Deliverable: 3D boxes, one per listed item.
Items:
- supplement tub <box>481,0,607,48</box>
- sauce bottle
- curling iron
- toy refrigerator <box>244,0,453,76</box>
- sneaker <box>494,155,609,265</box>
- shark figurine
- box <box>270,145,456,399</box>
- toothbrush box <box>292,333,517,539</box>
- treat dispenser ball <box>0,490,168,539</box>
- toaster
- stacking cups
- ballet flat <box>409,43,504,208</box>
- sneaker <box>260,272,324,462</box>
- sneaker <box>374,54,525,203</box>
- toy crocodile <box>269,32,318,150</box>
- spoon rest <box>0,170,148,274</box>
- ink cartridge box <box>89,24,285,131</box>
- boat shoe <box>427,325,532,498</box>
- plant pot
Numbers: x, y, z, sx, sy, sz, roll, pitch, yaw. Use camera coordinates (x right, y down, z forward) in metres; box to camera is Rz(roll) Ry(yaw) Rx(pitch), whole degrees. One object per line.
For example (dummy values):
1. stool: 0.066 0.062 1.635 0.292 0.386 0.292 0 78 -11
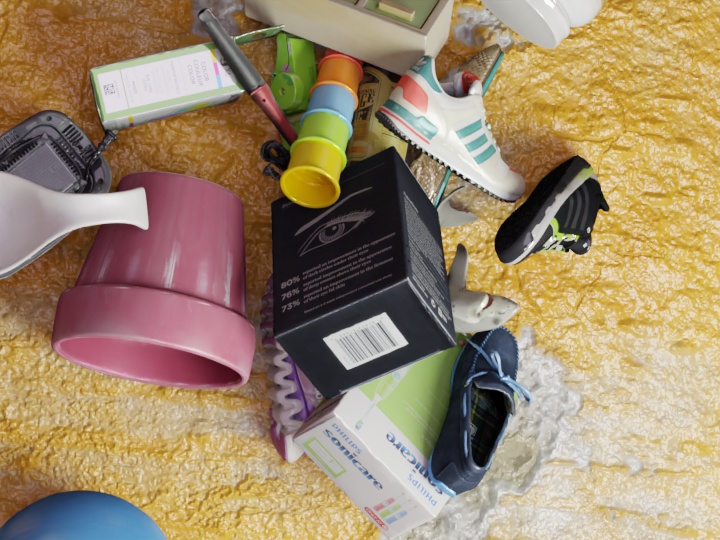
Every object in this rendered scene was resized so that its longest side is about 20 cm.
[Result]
1. supplement tub: 0.217 -0.344 1.605 0.144 0.144 0.200 40 85 -7
2. sauce bottle: 0.026 -0.181 1.613 0.066 0.066 0.202 12 75 -8
3. curling iron: -0.105 -0.168 1.519 0.050 0.025 0.201 -41 122 -23
4. toy refrigerator: -0.012 -0.270 1.566 0.199 0.070 0.076 23 54 12
5. sneaker: 0.210 -0.049 1.601 0.083 0.072 0.200 53 43 -7
6. shark figurine: 0.089 0.019 1.573 0.128 0.215 0.090 -32 126 12
7. box: 0.000 0.000 1.509 0.147 0.201 0.104 -23 130 18
8. toothbrush box: 0.050 0.143 1.568 0.146 0.086 0.200 46 48 -7
9. treat dispenser ball: -0.274 0.315 1.514 0.199 0.201 0.203 0 91 -8
10. toaster: -0.323 -0.080 1.538 0.200 0.129 0.114 -41 97 -5
11. stacking cups: -0.034 -0.155 1.556 0.060 0.061 0.201 17 51 -8
12. ballet flat: 0.085 -0.155 1.629 0.065 0.071 0.201 24 84 3
13. sneaker: -0.052 0.094 1.610 0.088 0.080 0.202 -7 96 -15
14. sneaker: 0.110 -0.142 1.559 0.199 0.070 0.094 29 95 -34
15. toy crocodile: -0.060 -0.146 1.613 0.067 0.061 0.202 -11 92 -49
16. spoon rest: -0.299 -0.050 1.438 0.198 0.061 0.100 -7 88 -2
17. ink cartridge box: -0.170 -0.193 1.571 0.199 0.104 0.060 -15 93 -8
18. boat shoe: 0.129 0.134 1.527 0.084 0.069 0.201 31 51 -20
19. plant pot: -0.191 0.008 1.538 0.198 0.200 0.180 12 73 -8
